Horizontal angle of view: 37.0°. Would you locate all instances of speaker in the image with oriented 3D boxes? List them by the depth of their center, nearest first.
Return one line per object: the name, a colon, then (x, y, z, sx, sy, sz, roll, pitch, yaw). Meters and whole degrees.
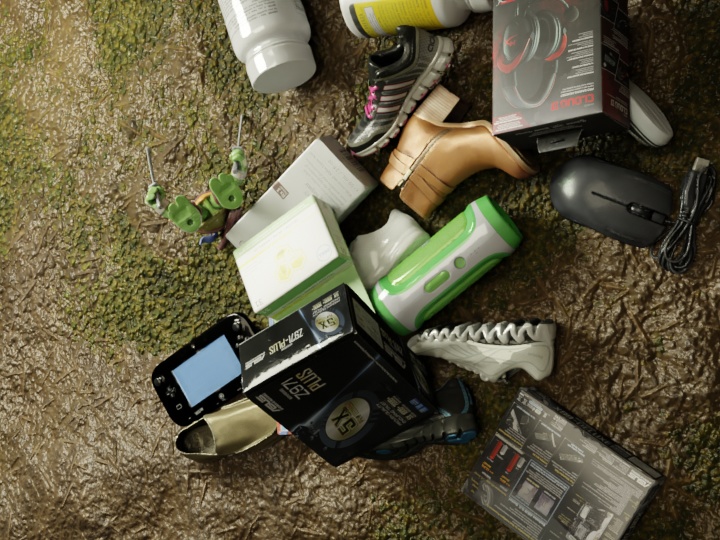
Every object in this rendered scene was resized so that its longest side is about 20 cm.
speaker: (0.108, -0.006, 1.379, 0.200, 0.088, 0.089, -40, 69, 14)

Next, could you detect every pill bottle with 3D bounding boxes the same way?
pill bottle: (0.081, -0.369, 1.409, 0.200, 0.111, 0.112, 0, 87, 29)
pill bottle: (-0.137, -0.362, 1.527, 0.113, 0.113, 0.200, -25, 75, 25)

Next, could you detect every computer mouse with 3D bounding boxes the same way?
computer mouse: (0.315, -0.087, 1.297, 0.200, 0.053, 0.139, 20, 97, 28)

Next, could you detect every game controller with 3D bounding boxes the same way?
game controller: (-0.220, 0.147, 1.583, 0.200, 0.042, 0.104, -35, 71, 23)

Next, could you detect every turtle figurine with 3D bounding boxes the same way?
turtle figurine: (-0.232, -0.125, 1.514, 0.144, 0.194, 0.200, 3, 97, -11)

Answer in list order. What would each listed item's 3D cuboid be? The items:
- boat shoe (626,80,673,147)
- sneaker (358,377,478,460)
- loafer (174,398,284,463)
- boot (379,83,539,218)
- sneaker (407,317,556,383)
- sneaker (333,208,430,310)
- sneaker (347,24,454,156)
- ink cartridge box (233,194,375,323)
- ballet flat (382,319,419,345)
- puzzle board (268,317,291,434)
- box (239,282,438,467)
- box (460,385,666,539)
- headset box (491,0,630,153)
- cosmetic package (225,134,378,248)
boat shoe: (0.297, -0.207, 1.313, 0.071, 0.072, 0.200, -53, 55, 24)
sneaker: (0.060, 0.199, 1.421, 0.200, 0.073, 0.082, -15, 64, 22)
loafer: (-0.184, 0.231, 1.543, 0.200, 0.067, 0.076, -29, 74, 24)
boot: (0.122, -0.131, 1.391, 0.200, 0.077, 0.155, 40, 105, 26)
sneaker: (0.152, 0.105, 1.369, 0.200, 0.075, 0.081, -3, 94, 29)
sneaker: (0.000, 0.000, 1.452, 0.200, 0.075, 0.089, -41, 56, 1)
sneaker: (0.033, -0.243, 1.424, 0.200, 0.087, 0.074, -51, 24, 23)
ink cartridge box: (-0.072, 0.023, 1.403, 0.145, 0.048, 0.200, -34, 60, 20)
ballet flat: (-0.013, 0.123, 1.429, 0.200, 0.072, 0.068, -29, 79, 9)
puzzle board: (-0.051, 0.121, 1.483, 0.150, 0.017, 0.200, -6, 83, 12)
box: (-0.026, 0.134, 1.336, 0.164, 0.200, 0.086, -30, 41, 16)
box: (0.244, 0.261, 1.317, 0.200, 0.050, 0.158, 33, 103, 26)
headset box: (0.236, -0.238, 1.273, 0.148, 0.075, 0.200, -7, 76, 39)
cosmetic package: (-0.081, -0.084, 1.490, 0.102, 0.074, 0.200, 46, 108, 4)
